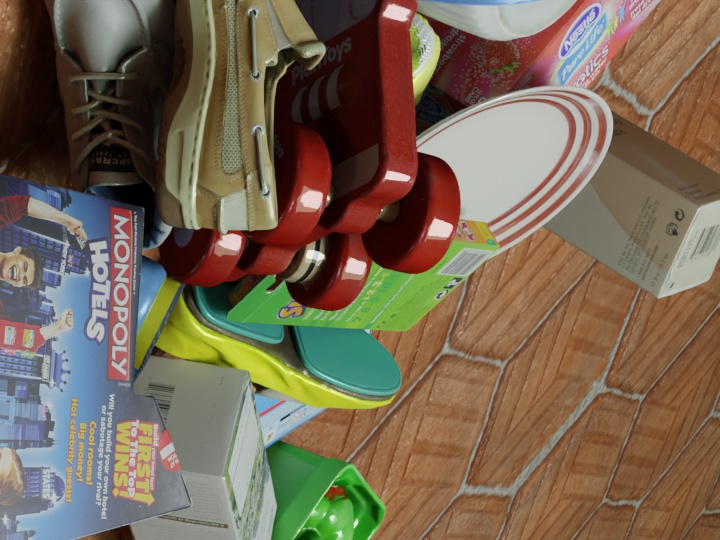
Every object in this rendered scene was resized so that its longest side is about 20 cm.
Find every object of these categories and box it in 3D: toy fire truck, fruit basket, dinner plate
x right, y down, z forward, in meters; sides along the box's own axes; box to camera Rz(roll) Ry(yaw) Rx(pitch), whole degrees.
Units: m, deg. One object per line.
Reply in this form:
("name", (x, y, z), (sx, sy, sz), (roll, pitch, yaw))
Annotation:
("toy fire truck", (-0.033, -0.076, 1.214), (0.111, 0.199, 0.170), (11, 69, -33))
("fruit basket", (-0.046, 0.237, 1.550), (0.216, 0.215, 0.156), (-53, 156, -10))
("dinner plate", (0.073, -0.060, 1.418), (0.199, 0.024, 0.201), (-21, 153, -11))

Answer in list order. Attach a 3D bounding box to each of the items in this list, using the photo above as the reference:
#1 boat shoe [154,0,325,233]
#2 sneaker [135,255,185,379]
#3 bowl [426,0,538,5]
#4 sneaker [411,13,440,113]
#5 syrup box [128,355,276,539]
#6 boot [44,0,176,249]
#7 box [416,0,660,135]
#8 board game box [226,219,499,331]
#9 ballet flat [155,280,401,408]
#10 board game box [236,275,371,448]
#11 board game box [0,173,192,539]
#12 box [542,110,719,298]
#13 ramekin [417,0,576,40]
("boat shoe", (-0.054, -0.118, 1.111), (0.072, 0.075, 0.202), (8, 88, -82))
("sneaker", (-0.167, 0.050, 1.284), (0.200, 0.078, 0.066), (121, -8, -48))
("bowl", (0.044, -0.207, 1.171), (0.200, 0.200, 0.040), (-33, 141, -43))
("sneaker", (-0.016, -0.075, 1.387), (0.200, 0.076, 0.105), (-47, 169, 4))
("syrup box", (-0.107, 0.141, 1.425), (0.201, 0.081, 0.079), (85, 15, -58))
("boot", (-0.123, -0.089, 1.126), (0.200, 0.073, 0.096), (73, 17, -61))
("box", (0.112, -0.170, 1.485), (0.200, 0.099, 0.096), (-49, 155, -17))
("board game box", (0.000, 0.000, 1.386), (0.095, 0.030, 0.199), (-43, 157, 26))
("ballet flat", (-0.061, 0.051, 1.410), (0.067, 0.067, 0.199), (-34, 140, 31))
("board game box", (-0.041, 0.028, 1.507), (0.151, 0.036, 0.201), (-30, 145, -44))
("board game box", (-0.168, 0.061, 1.094), (0.199, 0.061, 0.202), (14, 76, -52))
("box", (0.172, -0.067, 1.597), (0.095, 0.199, 0.078), (-17, 134, -56))
("ramekin", (0.091, -0.239, 1.355), (0.200, 0.105, 0.201), (-43, 153, -29))
